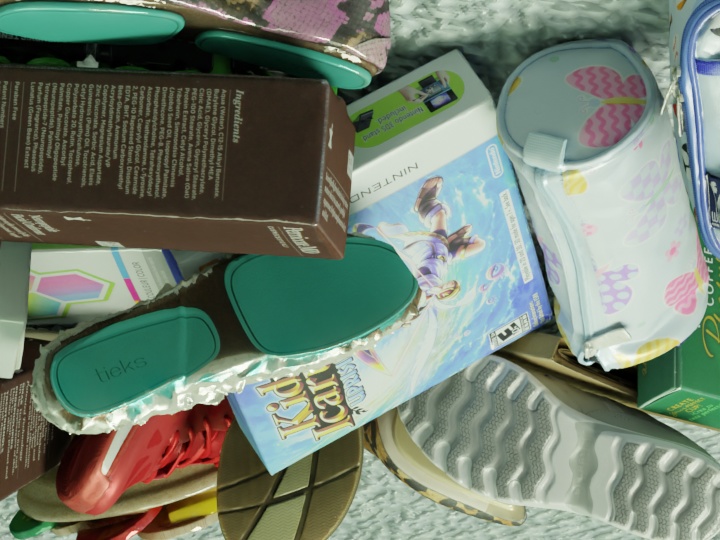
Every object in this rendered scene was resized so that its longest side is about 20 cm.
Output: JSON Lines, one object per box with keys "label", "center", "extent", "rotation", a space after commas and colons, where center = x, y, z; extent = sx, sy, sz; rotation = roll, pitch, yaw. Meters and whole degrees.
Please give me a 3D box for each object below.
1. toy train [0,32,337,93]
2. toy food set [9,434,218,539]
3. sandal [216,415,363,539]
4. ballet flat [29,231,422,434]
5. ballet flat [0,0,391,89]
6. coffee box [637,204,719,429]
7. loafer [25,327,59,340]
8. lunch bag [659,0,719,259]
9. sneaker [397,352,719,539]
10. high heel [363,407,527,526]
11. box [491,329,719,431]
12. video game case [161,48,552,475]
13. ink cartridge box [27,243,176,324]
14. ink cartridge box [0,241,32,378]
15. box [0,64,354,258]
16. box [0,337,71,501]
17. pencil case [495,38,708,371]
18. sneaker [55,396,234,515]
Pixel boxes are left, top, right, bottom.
{"label": "toy train", "center": [-0.105, -0.105, 1.438], "extent": [0.200, 0.042, 0.056], "rotation": [4, 164, -8]}
{"label": "toy food set", "center": [-0.122, 0.121, 1.787], "extent": [0.200, 0.049, 0.198], "rotation": [-16, -167, -1]}
{"label": "sandal", "center": [-0.036, 0.078, 1.631], "extent": [0.080, 0.200, 0.054], "rotation": [1, 150, 3]}
{"label": "ballet flat", "center": [-0.070, 0.031, 1.424], "extent": [0.200, 0.072, 0.072], "rotation": [-17, 158, -14]}
{"label": "ballet flat", "center": [-0.079, -0.133, 1.337], "extent": [0.200, 0.071, 0.069], "rotation": [8, 169, -21]}
{"label": "coffee box", "center": [0.247, 0.038, 1.636], "extent": [0.200, 0.123, 0.044], "rotation": [13, 155, -27]}
{"label": "loafer", "center": [-0.148, 0.073, 1.767], "extent": [0.200, 0.068, 0.076], "rotation": [1, 172, 10]}
{"label": "lunch bag", "center": [0.239, -0.086, 1.356], "extent": [0.200, 0.076, 0.160], "rotation": [-6, 120, 2]}
{"label": "sneaker", "center": [0.113, 0.100, 1.619], "extent": [0.200, 0.075, 0.082], "rotation": [25, -171, 9]}
{"label": "high heel", "center": [0.029, 0.095, 1.716], "extent": [0.071, 0.200, 0.143], "rotation": [-42, 162, -13]}
{"label": "box", "center": [0.116, 0.056, 1.694], "extent": [0.163, 0.021, 0.200], "rotation": [20, 176, -33]}
{"label": "video game case", "center": [0.000, 0.000, 1.513], "extent": [0.181, 0.045, 0.200], "rotation": [-28, 142, -6]}
{"label": "ink cartridge box", "center": [-0.194, -0.014, 1.607], "extent": [0.200, 0.059, 0.104], "rotation": [-1, 157, 6]}
{"label": "ink cartridge box", "center": [-0.265, -0.033, 1.467], "extent": [0.200, 0.146, 0.083], "rotation": [5, 156, -10]}
{"label": "box", "center": [-0.108, -0.051, 1.367], "extent": [0.200, 0.075, 0.100], "rotation": [2, 171, 8]}
{"label": "box", "center": [-0.225, 0.079, 1.548], "extent": [0.100, 0.075, 0.200], "rotation": [7, -175, 8]}
{"label": "pencil case", "center": [0.125, -0.032, 1.499], "extent": [0.083, 0.091, 0.200], "rotation": [33, 159, 31]}
{"label": "sneaker", "center": [-0.088, 0.092, 1.645], "extent": [0.116, 0.200, 0.078], "rotation": [41, 133, -8]}
